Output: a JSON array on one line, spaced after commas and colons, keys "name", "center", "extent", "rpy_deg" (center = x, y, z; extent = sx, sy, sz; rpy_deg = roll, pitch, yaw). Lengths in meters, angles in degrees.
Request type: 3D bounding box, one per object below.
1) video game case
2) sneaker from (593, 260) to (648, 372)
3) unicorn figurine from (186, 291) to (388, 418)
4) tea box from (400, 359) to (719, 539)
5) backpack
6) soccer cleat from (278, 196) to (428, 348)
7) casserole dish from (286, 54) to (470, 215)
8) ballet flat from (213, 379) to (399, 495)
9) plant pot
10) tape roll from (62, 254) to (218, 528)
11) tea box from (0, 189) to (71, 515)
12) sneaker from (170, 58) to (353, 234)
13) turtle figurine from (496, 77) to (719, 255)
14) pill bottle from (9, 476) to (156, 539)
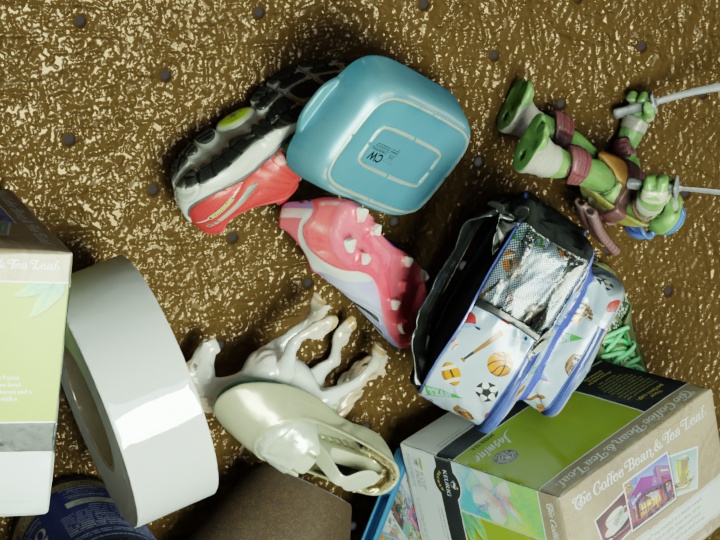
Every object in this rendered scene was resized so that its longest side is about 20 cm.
[{"name": "video game case", "center": [0.030, 0.276, 1.615], "extent": [0.144, 0.018, 0.201], "rpy_deg": [64, 37, -38]}, {"name": "sneaker", "center": [0.238, 0.085, 1.694], "extent": [0.076, 0.089, 0.202], "rpy_deg": [-26, 114, -15]}, {"name": "unicorn figurine", "center": [-0.064, 0.083, 1.562], "extent": [0.137, 0.074, 0.200], "rpy_deg": [-46, 124, 6]}, {"name": "tea box", "center": [0.178, 0.181, 1.609], "extent": [0.199, 0.196, 0.135], "rpy_deg": [-28, 116, -33]}, {"name": "backpack", "center": [0.126, 0.041, 1.563], "extent": [0.154, 0.200, 0.191], "rpy_deg": [37, 97, 3]}, {"name": "soccer cleat", "center": [0.000, 0.000, 1.571], "extent": [0.067, 0.076, 0.200], "rpy_deg": [-65, 147, -19]}, {"name": "casserole dish", "center": [0.022, -0.102, 1.518], "extent": [0.122, 0.039, 0.199], "rpy_deg": [-52, 147, 12]}, {"name": "ballet flat", "center": [-0.039, 0.145, 1.546], "extent": [0.199, 0.069, 0.070], "rpy_deg": [25, 95, -44]}, {"name": "plant pot", "center": [-0.087, 0.272, 1.566], "extent": [0.186, 0.186, 0.202], "rpy_deg": [30, 77, -29]}, {"name": "tape roll", "center": [-0.181, 0.094, 1.444], "extent": [0.070, 0.202, 0.204], "rpy_deg": [-22, 113, -17]}, {"name": "tea box", "center": [-0.304, 0.053, 1.366], "extent": [0.132, 0.200, 0.199], "rpy_deg": [2, 103, -24]}, {"name": "sneaker", "center": [-0.064, -0.101, 1.523], "extent": [0.199, 0.077, 0.085], "rpy_deg": [-32, 135, -11]}, {"name": "turtle figurine", "center": [0.230, -0.113, 1.605], "extent": [0.192, 0.200, 0.145], "rpy_deg": [20, 63, -24]}, {"name": "pill bottle", "center": [-0.204, 0.249, 1.478], "extent": [0.111, 0.200, 0.113], "rpy_deg": [-7, 109, -22]}]
